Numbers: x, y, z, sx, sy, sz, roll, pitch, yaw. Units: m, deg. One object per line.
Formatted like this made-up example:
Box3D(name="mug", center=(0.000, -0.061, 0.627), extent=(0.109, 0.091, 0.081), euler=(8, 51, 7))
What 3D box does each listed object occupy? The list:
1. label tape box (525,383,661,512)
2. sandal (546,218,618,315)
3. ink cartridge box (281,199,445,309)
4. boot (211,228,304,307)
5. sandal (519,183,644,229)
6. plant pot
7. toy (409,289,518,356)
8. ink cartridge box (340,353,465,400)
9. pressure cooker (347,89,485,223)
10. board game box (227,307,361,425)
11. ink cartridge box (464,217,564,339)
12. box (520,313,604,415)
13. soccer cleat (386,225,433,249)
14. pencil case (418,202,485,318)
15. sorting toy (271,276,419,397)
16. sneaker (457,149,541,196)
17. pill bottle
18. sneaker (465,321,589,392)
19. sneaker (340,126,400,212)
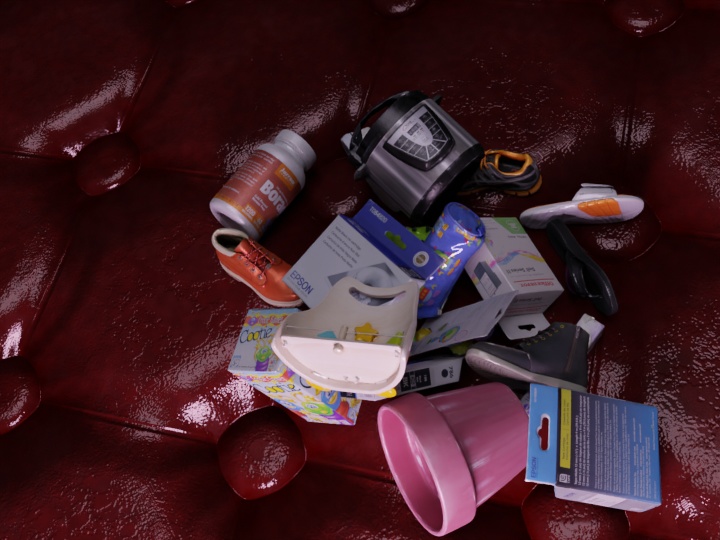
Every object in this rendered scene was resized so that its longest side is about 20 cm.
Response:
Box3D(name="label tape box", center=(0.324, 0.254, 1.221), extent=(0.199, 0.066, 0.144), euler=(11, 64, -6))
Box3D(name="sandal", center=(0.349, 0.002, 1.386), extent=(0.048, 0.076, 0.201), euler=(-22, 51, -8))
Box3D(name="ink cartridge box", center=(0.000, 0.000, 1.341), extent=(0.200, 0.041, 0.199), euler=(-48, 53, -1))
Box3D(name="boot", center=(-0.174, -0.007, 1.476), extent=(0.199, 0.107, 0.075), euler=(26, 68, 21))
Box3D(name="sandal", center=(0.371, -0.117, 1.440), extent=(0.205, 0.079, 0.060), euler=(-5, 64, 11))
Box3D(name="plant pot", center=(0.146, 0.254, 1.234), extent=(0.178, 0.201, 0.201), euler=(-20, 59, -19))
Box3D(name="toy", center=(0.157, 0.099, 1.327), extent=(0.199, 0.047, 0.115), euler=(-18, 23, 47))
Box3D(name="ink cartridge box", center=(0.074, 0.162, 1.303), extent=(0.199, 0.099, 0.040), euler=(-9, 90, -32))
Box3D(name="pressure cooker", center=(0.085, -0.200, 1.432), extent=(0.200, 0.179, 0.176), euler=(45, 33, 10))
Box3D(name="board game box", center=(-0.089, 0.150, 1.305), extent=(0.104, 0.200, 0.104), euler=(-4, 58, 38))
Box3D(name="ink cartridge box", center=(0.245, 0.009, 1.373), extent=(0.117, 0.067, 0.201), euler=(-4, 53, -36))
Box3D(name="box", center=(0.309, 0.157, 1.327), extent=(0.039, 0.041, 0.200), euler=(34, 74, 22))
Box3D(name="soccer cleat", center=(0.068, -0.049, 1.475), extent=(0.199, 0.081, 0.068), euler=(14, 70, 42))
Box3D(name="pencil case", center=(0.128, -0.009, 1.362), extent=(0.087, 0.201, 0.078), euler=(36, 31, 12))
Box3D(name="sorting toy", center=(0.005, 0.077, 1.217), extent=(0.199, 0.107, 0.181), euler=(3, 47, 23))
Box3D(name="sneaker", center=(0.220, -0.182, 1.508), extent=(0.198, 0.077, 0.079), euler=(2, 64, 14))
Box3D(name="pill bottle", center=(-0.172, -0.157, 1.552), extent=(0.112, 0.112, 0.200), euler=(31, 72, 24))
Box3D(name="sneaker", center=(0.250, 0.118, 1.268), extent=(0.199, 0.075, 0.107), euler=(19, 68, -17))
Box3D(name="sneaker", center=(0.036, -0.193, 1.552), extent=(0.071, 0.073, 0.200), euler=(-32, 60, -3))
